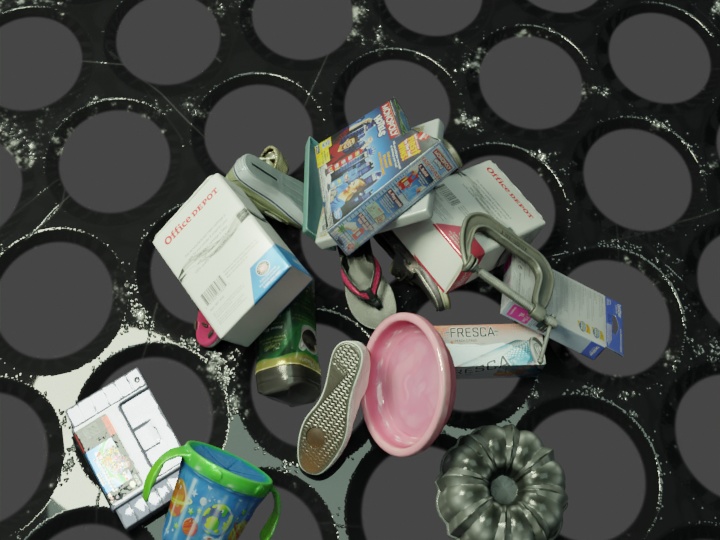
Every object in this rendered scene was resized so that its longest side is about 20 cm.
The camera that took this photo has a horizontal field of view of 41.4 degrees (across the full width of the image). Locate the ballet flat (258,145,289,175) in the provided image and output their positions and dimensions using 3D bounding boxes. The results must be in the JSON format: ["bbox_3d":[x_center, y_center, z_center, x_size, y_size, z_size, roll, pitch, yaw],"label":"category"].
[{"bbox_3d":[-0.186,-0.119,1.527,0.067,0.076,0.202,19,66,31],"label":"ballet flat"}]

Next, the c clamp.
[{"bbox_3d":[0.215,0.009,1.372,0.199,0.027,0.172,38,50,-8],"label":"c clamp"}]

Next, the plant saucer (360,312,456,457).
[{"bbox_3d":[0.073,0.164,1.370,0.050,0.200,0.204,5,62,-34],"label":"plant saucer"}]

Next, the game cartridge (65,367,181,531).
[{"bbox_3d":[-0.333,0.258,1.384,0.128,0.039,0.202,-29,71,-18],"label":"game cartridge"}]

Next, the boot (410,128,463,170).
[{"bbox_3d":[0.060,-0.155,1.517,0.151,0.074,0.199,-44,37,-14],"label":"boot"}]

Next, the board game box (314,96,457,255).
[{"bbox_3d":[0.036,-0.152,1.389,0.197,0.062,0.202,-28,42,17],"label":"board game box"}]

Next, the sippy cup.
[{"bbox_3d":[-0.205,0.323,1.306,0.175,0.140,0.133,24,87,11],"label":"sippy cup"}]

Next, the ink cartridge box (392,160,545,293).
[{"bbox_3d":[0.167,-0.072,1.476,0.198,0.085,0.145,-23,65,-38],"label":"ink cartridge box"}]

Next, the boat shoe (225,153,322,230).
[{"bbox_3d":[-0.129,-0.112,1.502,0.199,0.062,0.073,35,39,-31],"label":"boat shoe"}]

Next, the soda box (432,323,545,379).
[{"bbox_3d":[0.177,0.124,1.444,0.195,0.064,0.070,-2,66,-2],"label":"soda box"}]

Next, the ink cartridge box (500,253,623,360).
[{"bbox_3d":[0.308,0.058,1.449,0.197,0.042,0.120,24,41,-7],"label":"ink cartridge box"}]

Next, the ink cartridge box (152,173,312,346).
[{"bbox_3d":[-0.187,-0.016,1.380,0.145,0.084,0.201,-44,65,8],"label":"ink cartridge box"}]

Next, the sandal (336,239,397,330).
[{"bbox_3d":[0.000,0.000,1.486,0.074,0.045,0.204,-20,75,4],"label":"sandal"}]

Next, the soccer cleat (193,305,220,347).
[{"bbox_3d":[-0.189,0.027,1.470,0.069,0.086,0.204,16,85,41],"label":"soccer cleat"}]

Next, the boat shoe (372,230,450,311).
[{"bbox_3d":[0.074,-0.012,1.498,0.064,0.072,0.202,-28,68,-7],"label":"boat shoe"}]

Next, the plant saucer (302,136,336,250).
[{"bbox_3d":[-0.066,-0.122,1.521,0.019,0.070,0.203,-29,44,29],"label":"plant saucer"}]

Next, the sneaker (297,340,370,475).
[{"bbox_3d":[-0.028,0.203,1.398,0.072,0.084,0.204,24,94,19],"label":"sneaker"}]

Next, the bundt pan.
[{"bbox_3d":[0.206,0.310,1.358,0.197,0.076,0.206,1,66,-2],"label":"bundt pan"}]

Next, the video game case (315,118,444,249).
[{"bbox_3d":[0.029,-0.131,1.442,0.197,0.023,0.185,-15,47,31],"label":"video game case"}]

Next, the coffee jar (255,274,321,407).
[{"bbox_3d":[-0.111,0.097,1.421,0.084,0.104,0.204,-15,64,21],"label":"coffee jar"}]
